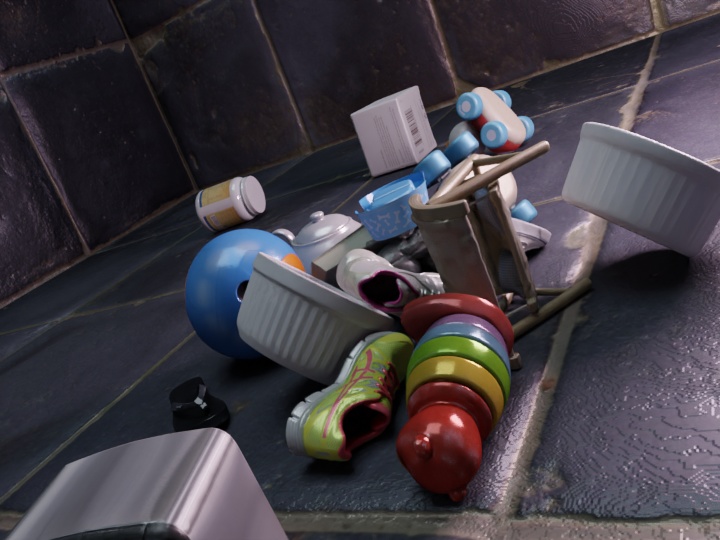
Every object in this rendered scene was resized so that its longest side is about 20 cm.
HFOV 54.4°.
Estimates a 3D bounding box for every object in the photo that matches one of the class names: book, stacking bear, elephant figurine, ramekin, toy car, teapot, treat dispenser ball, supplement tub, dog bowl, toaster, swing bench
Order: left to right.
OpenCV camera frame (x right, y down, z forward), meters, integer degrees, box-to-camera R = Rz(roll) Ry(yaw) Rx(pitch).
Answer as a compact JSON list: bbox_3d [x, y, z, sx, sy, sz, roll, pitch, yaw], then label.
[{"bbox_3d":[-0.158,0.228,0.518,0.177,0.203,0.119,-18,21,17],"label":"toaster"},{"bbox_3d":[-0.427,-0.221,2.305,0.196,0.147,0.145,-16,18,20],"label":"supplement tub"},{"bbox_3d":[-0.178,0.037,1.106,0.197,0.205,0.201,-20,17,6],"label":"treat dispenser ball"},{"bbox_3d":[-0.064,0.067,0.893,0.107,0.197,0.200,-64,23,-1],"label":"ramekin"},{"bbox_3d":[-0.059,-0.034,1.265,0.197,0.149,0.197,-26,17,-8],"label":"teapot"},{"bbox_3d":[0.000,0.000,1.128,0.048,0.136,0.199,30,46,28],"label":"book"},{"bbox_3d":[0.054,-0.095,1.039,0.109,0.050,0.200,-24,13,9],"label":"dog bowl"},{"bbox_3d":[0.066,0.007,1.054,0.143,0.154,0.200,-58,11,-4],"label":"elephant figurine"},{"bbox_3d":[0.087,0.125,0.680,0.112,0.123,0.201,-21,25,29],"label":"stacking bear"},{"bbox_3d":[0.159,-0.091,1.196,0.176,0.185,0.200,-36,-7,-39],"label":"toy car"},{"bbox_3d":[0.293,-0.324,1.733,0.183,0.178,0.201,-21,-23,-49],"label":"toy car"},{"bbox_3d":[0.158,-0.020,0.848,0.128,0.203,0.199,-3,25,48],"label":"swing bench"},{"bbox_3d":[0.345,-0.097,0.858,0.201,0.197,0.100,-90,23,-78],"label":"ramekin"}]

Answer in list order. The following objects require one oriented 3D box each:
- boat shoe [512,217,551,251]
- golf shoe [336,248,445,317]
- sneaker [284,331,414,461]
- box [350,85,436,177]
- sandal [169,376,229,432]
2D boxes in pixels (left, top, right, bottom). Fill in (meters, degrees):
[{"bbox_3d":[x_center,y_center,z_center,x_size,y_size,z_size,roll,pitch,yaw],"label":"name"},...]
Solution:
[{"bbox_3d":[0.211,-0.045,1.028,0.071,0.067,0.198,23,12,39],"label":"boat shoe"},{"bbox_3d":[0.065,0.037,0.896,0.196,0.077,0.092,16,11,-16],"label":"golf shoe"},{"bbox_3d":[0.011,0.144,0.782,0.089,0.079,0.200,6,38,43],"label":"sneaker"},{"bbox_3d":[0.104,-0.423,2.131,0.168,0.203,0.200,-13,18,29],"label":"box"},{"bbox_3d":[-0.244,0.190,1.006,0.075,0.044,0.199,-29,18,-21],"label":"sandal"}]
